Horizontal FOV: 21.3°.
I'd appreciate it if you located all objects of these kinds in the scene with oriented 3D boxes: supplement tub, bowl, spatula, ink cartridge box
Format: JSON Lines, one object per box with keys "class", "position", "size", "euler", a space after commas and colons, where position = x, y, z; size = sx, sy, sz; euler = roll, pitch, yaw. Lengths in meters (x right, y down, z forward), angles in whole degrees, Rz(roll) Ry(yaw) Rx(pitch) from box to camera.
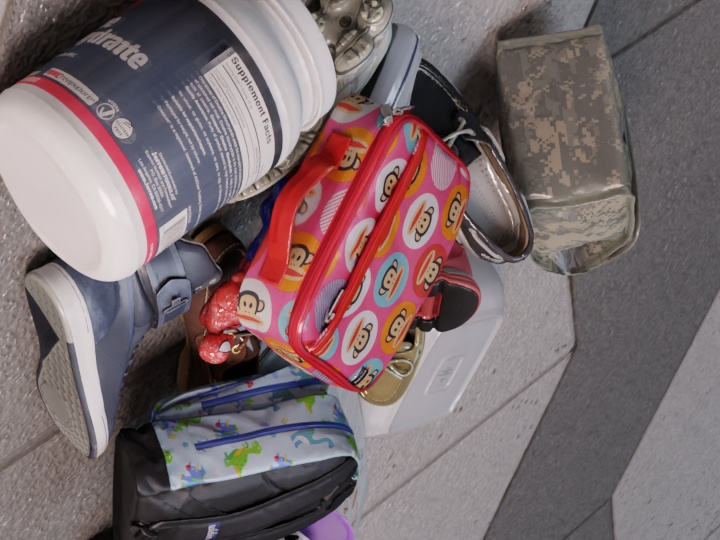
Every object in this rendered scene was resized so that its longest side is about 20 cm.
{"class": "supplement tub", "position": [-0.127, -0.100, 1.238], "size": [0.200, 0.140, 0.141], "euler": [-39, 152, -26]}
{"class": "bowl", "position": [0.058, 0.080, 1.860], "size": [0.199, 0.074, 0.201], "euler": [-9, 132, -57]}
{"class": "spatula", "position": [-0.094, 0.185, 1.622], "size": [0.057, 0.199, 0.021], "euler": [-57, -172, 46]}
{"class": "ink cartridge box", "position": [-0.037, 0.179, 1.724], "size": [0.161, 0.047, 0.201], "euler": [-72, 160, -48]}

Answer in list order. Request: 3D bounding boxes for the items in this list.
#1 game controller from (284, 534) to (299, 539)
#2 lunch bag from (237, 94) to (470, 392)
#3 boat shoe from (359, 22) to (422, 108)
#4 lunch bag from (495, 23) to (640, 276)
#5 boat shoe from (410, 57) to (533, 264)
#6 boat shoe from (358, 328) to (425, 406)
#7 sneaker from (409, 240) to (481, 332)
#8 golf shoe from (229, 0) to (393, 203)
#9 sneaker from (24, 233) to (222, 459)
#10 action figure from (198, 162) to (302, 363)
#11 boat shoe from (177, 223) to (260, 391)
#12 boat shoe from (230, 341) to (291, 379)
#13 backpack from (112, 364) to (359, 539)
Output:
{"class": "game controller", "position": [-0.141, 0.244, 1.630], "size": [0.104, 0.198, 0.043], "euler": [24, 65, -55]}
{"class": "lunch bag", "position": [-0.009, -0.025, 1.407], "size": [0.201, 0.081, 0.176], "euler": [-63, 148, -8]}
{"class": "boat shoe", "position": [0.016, -0.096, 1.527], "size": [0.074, 0.066, 0.202], "euler": [-108, -141, -67]}
{"class": "lunch bag", "position": [0.188, -0.101, 1.719], "size": [0.116, 0.166, 0.200], "euler": [-8, 162, 6]}
{"class": "boat shoe", "position": [0.081, -0.091, 1.571], "size": [0.074, 0.060, 0.201], "euler": [-33, 109, -14]}
{"class": "boat shoe", "position": [0.028, 0.039, 1.724], "size": [0.063, 0.072, 0.202], "euler": [-60, 168, -64]}
{"class": "sneaker", "position": [0.000, 0.000, 1.603], "size": [0.198, 0.087, 0.074], "euler": [6, 134, -8]}
{"class": "golf shoe", "position": [-0.040, -0.121, 1.438], "size": [0.200, 0.078, 0.097], "euler": [-48, 160, -6]}
{"class": "sneaker", "position": [-0.170, 0.045, 1.428], "size": [0.146, 0.077, 0.203], "euler": [-34, 149, -29]}
{"class": "action figure", "position": [-0.074, -0.010, 1.461], "size": [0.065, 0.051, 0.201], "euler": [-41, -164, 56]}
{"class": "boat shoe", "position": [-0.106, 0.049, 1.550], "size": [0.070, 0.070, 0.201], "euler": [-36, 149, -29]}
{"class": "boat shoe", "position": [-0.048, 0.050, 1.653], "size": [0.200, 0.067, 0.072], "euler": [-48, 156, -5]}
{"class": "backpack", "position": [-0.097, 0.156, 1.514], "size": [0.198, 0.155, 0.164], "euler": [-4, 143, -12]}
